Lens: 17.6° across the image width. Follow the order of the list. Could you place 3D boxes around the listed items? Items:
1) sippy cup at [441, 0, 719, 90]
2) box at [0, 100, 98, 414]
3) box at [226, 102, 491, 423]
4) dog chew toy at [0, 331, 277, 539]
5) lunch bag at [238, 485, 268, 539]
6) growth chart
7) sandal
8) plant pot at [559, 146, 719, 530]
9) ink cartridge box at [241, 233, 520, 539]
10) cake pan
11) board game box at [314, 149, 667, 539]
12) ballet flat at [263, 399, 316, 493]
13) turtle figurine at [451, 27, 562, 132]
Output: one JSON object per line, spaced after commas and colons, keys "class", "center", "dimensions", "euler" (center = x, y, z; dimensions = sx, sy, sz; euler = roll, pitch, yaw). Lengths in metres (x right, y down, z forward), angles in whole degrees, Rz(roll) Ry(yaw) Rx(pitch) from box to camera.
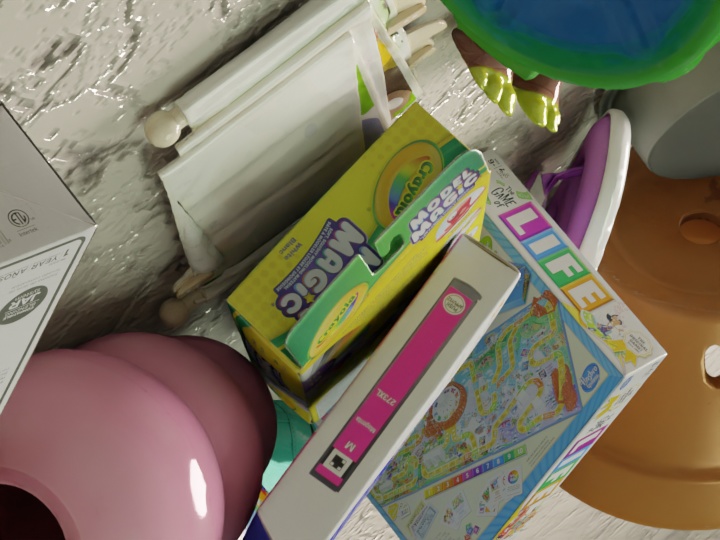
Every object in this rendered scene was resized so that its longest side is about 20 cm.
{"class": "sippy cup", "center": [0.092, -0.144, 0.709], "dimensions": [0.178, 0.140, 0.130], "euler": [-12, -158, 50]}
{"class": "box", "center": [-0.178, 0.041, 0.782], "dimensions": [0.117, 0.060, 0.200], "euler": [-24, 156, -41]}
{"class": "box", "center": [0.000, 0.000, 0.995], "dimensions": [0.117, 0.048, 0.200], "euler": [-46, 174, -8]}
{"class": "dog chew toy", "center": [-0.096, 0.081, 0.957], "dimensions": [0.125, 0.125, 0.200], "euler": [-48, 174, 25]}
{"class": "lunch bag", "center": [-0.124, 0.178, 1.115], "dimensions": [0.200, 0.094, 0.151], "euler": [-16, 144, 11]}
{"class": "growth chart", "center": [-0.025, -0.053, 0.930], "dimensions": [0.145, 0.018, 0.200], "euler": [-35, 162, -15]}
{"class": "sandal", "center": [0.088, -0.012, 1.198], "dimensions": [0.050, 0.083, 0.203], "euler": [12, 147, -9]}
{"class": "plant pot", "center": [0.179, 0.022, 1.276], "dimensions": [0.200, 0.200, 0.140], "euler": [-31, 144, -24]}
{"class": "ink cartridge box", "center": [-0.006, 0.081, 0.979], "dimensions": [0.200, 0.037, 0.095], "euler": [-55, 176, -23]}
{"class": "cake pan", "center": [0.219, -0.100, 1.177], "dimensions": [0.200, 0.037, 0.200], "euler": [-19, 164, -5]}
{"class": "board game box", "center": [0.054, 0.055, 1.161], "dimensions": [0.034, 0.135, 0.200], "euler": [-24, 157, -41]}
{"class": "ballet flat", "center": [-0.102, 0.132, 1.176], "dimensions": [0.070, 0.067, 0.200], "euler": [15, 127, -39]}
{"class": "turtle figurine", "center": [0.115, -0.128, 0.955], "dimensions": [0.161, 0.064, 0.200], "euler": [-37, 172, 17]}
